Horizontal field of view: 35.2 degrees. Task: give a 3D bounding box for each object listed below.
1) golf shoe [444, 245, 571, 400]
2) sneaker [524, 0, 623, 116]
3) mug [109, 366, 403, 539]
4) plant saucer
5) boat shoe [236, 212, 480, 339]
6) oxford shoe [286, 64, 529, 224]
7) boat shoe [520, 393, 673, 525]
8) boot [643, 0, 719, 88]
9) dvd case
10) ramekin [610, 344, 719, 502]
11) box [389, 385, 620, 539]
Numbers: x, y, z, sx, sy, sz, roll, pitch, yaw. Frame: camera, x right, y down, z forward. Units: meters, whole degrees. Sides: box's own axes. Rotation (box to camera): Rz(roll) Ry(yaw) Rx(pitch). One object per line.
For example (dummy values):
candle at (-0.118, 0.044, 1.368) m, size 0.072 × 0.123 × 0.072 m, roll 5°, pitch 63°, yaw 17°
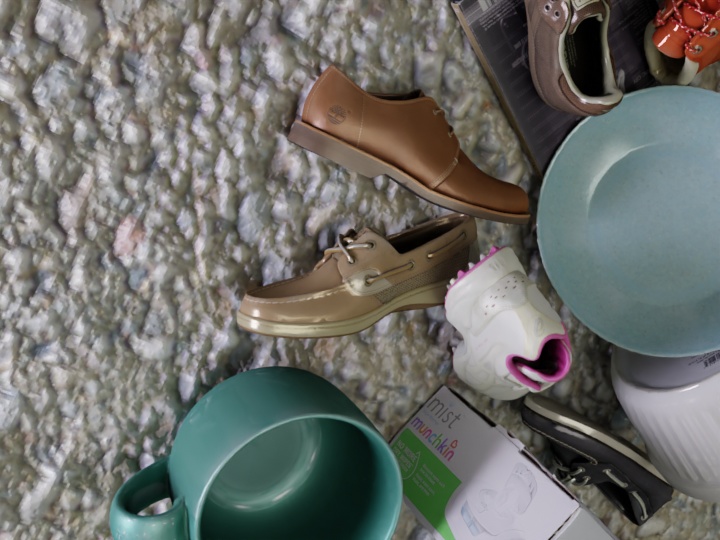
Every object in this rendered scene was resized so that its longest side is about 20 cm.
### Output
golf shoe at (0.116, 0.064, 0.842) m, size 0.075 × 0.092 × 0.200 m, roll -40°, pitch 151°, yaw -7°
sneaker at (0.142, -0.203, 0.780) m, size 0.070 × 0.075 × 0.202 m, roll -28°, pitch 115°, yaw -13°
mug at (-0.072, 0.140, 0.801) m, size 0.184 × 0.114 × 0.153 m, roll 29°, pitch 95°, yaw -30°
plant saucer at (0.234, -0.036, 0.860) m, size 0.198 × 0.039 × 0.204 m, roll -1°, pitch 86°, yaw 11°
boat shoe at (0.000, 0.000, 0.814) m, size 0.198 × 0.071 × 0.065 m, roll -14°, pitch 110°, yaw -31°
oxford shoe at (0.049, -0.085, 0.804) m, size 0.198 × 0.071 × 0.072 m, roll 22°, pitch 93°, yaw -29°
boat shoe at (0.199, 0.166, 0.962) m, size 0.199 × 0.073 × 0.063 m, roll 31°, pitch 93°, yaw -36°
boot at (0.256, -0.196, 0.792) m, size 0.107 × 0.075 × 0.200 m, roll -36°, pitch 164°, yaw -7°
dvd case at (0.169, -0.160, 0.861) m, size 0.148 × 0.016 × 0.201 m, roll -38°, pitch 119°, yaw -10°
ramekin at (0.296, 0.072, 0.906) m, size 0.200 × 0.200 × 0.105 m, roll -43°, pitch 111°, yaw -5°
box at (0.131, 0.205, 0.870) m, size 0.097 × 0.200 × 0.176 m, roll -47°, pitch 121°, yaw -2°
